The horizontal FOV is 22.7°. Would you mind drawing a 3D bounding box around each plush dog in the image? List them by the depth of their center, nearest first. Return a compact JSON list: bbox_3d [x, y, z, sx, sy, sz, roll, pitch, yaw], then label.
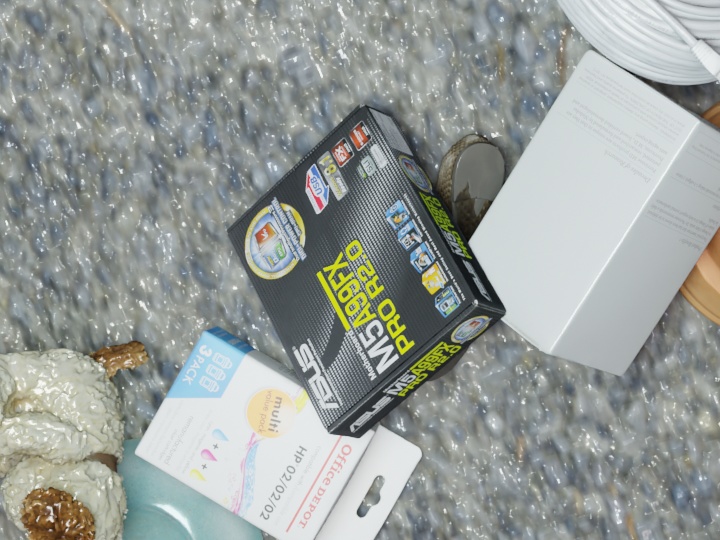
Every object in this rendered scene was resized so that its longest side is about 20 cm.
[{"bbox_3d":[-0.229,0.153,1.392,0.160,0.200,0.173,-12,76,-3],"label":"plush dog"}]

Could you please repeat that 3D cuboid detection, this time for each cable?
[{"bbox_3d":[0.231,-0.233,1.304,0.200,0.069,0.200,34,63,3],"label":"cable"}]

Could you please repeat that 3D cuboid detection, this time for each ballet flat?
[{"bbox_3d":[0.068,-0.011,1.413,0.067,0.046,0.201,5,105,-24],"label":"ballet flat"}]

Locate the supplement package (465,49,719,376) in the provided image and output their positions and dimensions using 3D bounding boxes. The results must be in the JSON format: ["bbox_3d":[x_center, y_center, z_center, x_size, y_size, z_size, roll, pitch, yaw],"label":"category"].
[{"bbox_3d":[0.182,-0.039,1.333,0.117,0.117,0.200,39,102,35],"label":"supplement package"}]

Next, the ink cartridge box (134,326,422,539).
[{"bbox_3d":[-0.063,0.144,1.429,0.199,0.068,0.115,30,93,3],"label":"ink cartridge box"}]

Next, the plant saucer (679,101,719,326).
[{"bbox_3d":[0.326,-0.042,1.373,0.199,0.037,0.201,1,98,8],"label":"plant saucer"}]

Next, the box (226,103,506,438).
[{"bbox_3d":[0.000,0.000,1.359,0.160,0.044,0.200,-41,59,22],"label":"box"}]

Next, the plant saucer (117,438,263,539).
[{"bbox_3d":[-0.179,0.241,1.479,0.200,0.039,0.202,1,97,7],"label":"plant saucer"}]
